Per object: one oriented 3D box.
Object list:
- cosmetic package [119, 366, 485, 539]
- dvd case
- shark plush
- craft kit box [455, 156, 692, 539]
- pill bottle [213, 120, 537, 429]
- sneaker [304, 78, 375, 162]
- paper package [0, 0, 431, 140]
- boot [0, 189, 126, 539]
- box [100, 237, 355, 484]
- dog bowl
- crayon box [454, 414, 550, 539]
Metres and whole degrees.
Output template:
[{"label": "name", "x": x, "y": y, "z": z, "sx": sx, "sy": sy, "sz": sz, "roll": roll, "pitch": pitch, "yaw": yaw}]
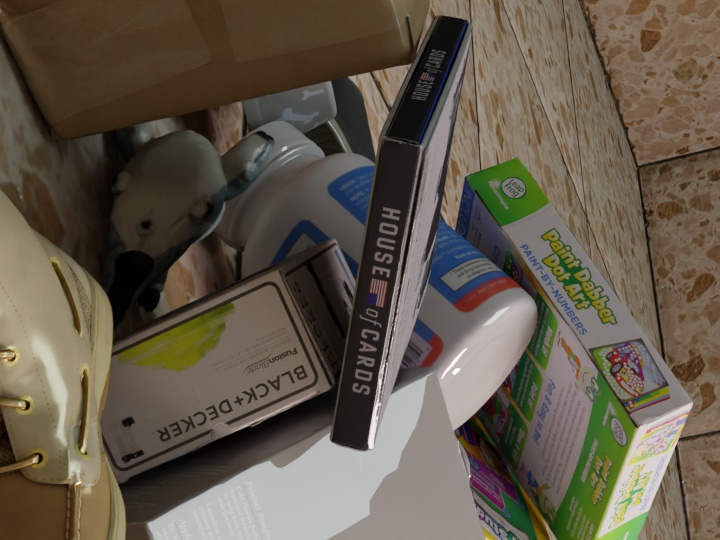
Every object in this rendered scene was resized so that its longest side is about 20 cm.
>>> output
[{"label": "cosmetic package", "x": -0.039, "y": 0.128, "z": 0.872, "sx": 0.199, "sy": 0.090, "sz": 0.108, "roll": -23, "pitch": 101, "yaw": -45}, {"label": "dvd case", "x": 0.022, "y": -0.025, "z": 0.878, "sx": 0.200, "sy": 0.025, "sz": 0.151, "roll": -66, "pitch": 166, "yaw": -66}, {"label": "shark plush", "x": -0.101, "y": -0.014, "z": 0.983, "sx": 0.200, "sy": 0.090, "sz": 0.084, "roll": -88, "pitch": -170, "yaw": -56}, {"label": "craft kit box", "x": 0.119, "y": 0.065, "z": 1.144, "sx": 0.200, "sy": 0.048, "sz": 0.198, "roll": 97, "pitch": -31, "yaw": -56}, {"label": "pill bottle", "x": 0.000, "y": 0.000, "z": 1.093, "sx": 0.200, "sy": 0.112, "sz": 0.112, "roll": 42, "pitch": 3, "yaw": 22}, {"label": "sneaker", "x": -0.004, "y": -0.057, "z": 1.343, "sx": 0.106, "sy": 0.074, "sz": 0.201, "roll": -71, "pitch": 145, "yaw": -58}, {"label": "paper package", "x": -0.068, "y": -0.166, "z": 0.963, "sx": 0.191, "sy": 0.199, "sz": 0.104, "roll": -75, "pitch": 151, "yaw": -61}, {"label": "boot", "x": -0.153, "y": 0.042, "z": 0.716, "sx": 0.156, "sy": 0.072, "sz": 0.201, "roll": 61, "pitch": 21, "yaw": -49}, {"label": "box", "x": -0.062, "y": 0.039, "z": 0.915, "sx": 0.200, "sy": 0.116, "sz": 0.060, "roll": -40, "pitch": 105, "yaw": -80}, {"label": "dog bowl", "x": -0.062, "y": -0.177, "z": 1.167, "sx": 0.200, "sy": 0.058, "sz": 0.201, "roll": -14, "pitch": 90, "yaw": -90}, {"label": "crayon box", "x": 0.037, "y": 0.128, "z": 1.166, "sx": 0.200, "sy": 0.058, "sz": 0.173, "roll": 41, "pitch": 17, "yaw": -25}]
